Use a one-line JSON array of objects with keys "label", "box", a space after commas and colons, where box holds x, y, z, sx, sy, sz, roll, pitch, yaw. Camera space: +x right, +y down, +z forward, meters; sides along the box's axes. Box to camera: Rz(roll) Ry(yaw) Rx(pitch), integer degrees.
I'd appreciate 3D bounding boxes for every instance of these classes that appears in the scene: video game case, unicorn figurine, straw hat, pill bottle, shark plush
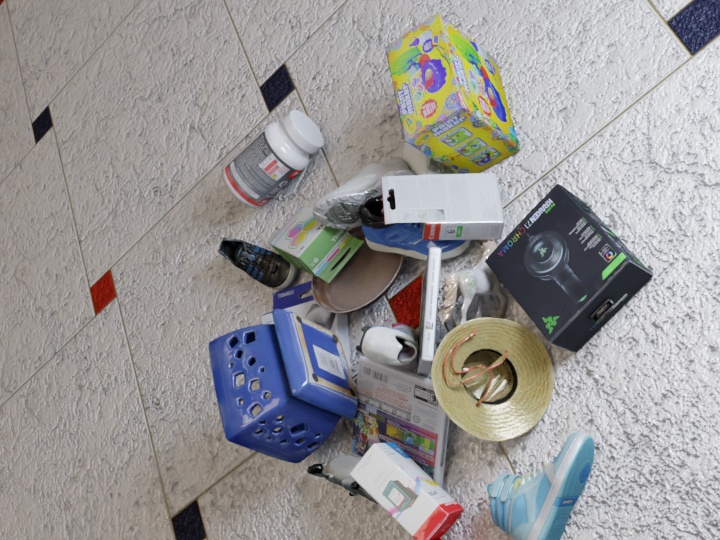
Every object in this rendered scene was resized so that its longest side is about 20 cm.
[{"label": "video game case", "box": [0.066, 0.256, 1.625, 0.199, 0.023, 0.183, 16, 106, 42]}, {"label": "unicorn figurine", "box": [0.192, 0.024, 1.576, 0.073, 0.200, 0.138, 1, 98, 26]}, {"label": "straw hat", "box": [0.198, 0.167, 1.525, 0.085, 0.200, 0.202, 164, 122, -78]}, {"label": "video game case", "box": [0.110, 0.077, 1.590, 0.023, 0.200, 0.183, 5, 75, 1]}, {"label": "pill bottle", "box": [-0.177, -0.229, 1.972, 0.200, 0.116, 0.116, -38, 54, 24]}, {"label": "shark plush", "box": [-0.026, 0.368, 1.667, 0.199, 0.084, 0.091, -10, 32, 36]}]

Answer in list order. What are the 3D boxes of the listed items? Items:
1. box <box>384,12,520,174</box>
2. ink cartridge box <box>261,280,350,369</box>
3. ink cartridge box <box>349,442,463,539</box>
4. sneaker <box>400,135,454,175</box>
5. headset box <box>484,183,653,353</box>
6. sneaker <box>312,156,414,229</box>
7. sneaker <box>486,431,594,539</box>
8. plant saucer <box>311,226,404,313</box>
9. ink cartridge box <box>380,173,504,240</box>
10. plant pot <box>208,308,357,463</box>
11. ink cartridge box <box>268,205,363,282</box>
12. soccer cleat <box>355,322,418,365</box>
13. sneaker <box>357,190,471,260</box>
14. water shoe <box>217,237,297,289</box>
[{"label": "box", "box": [0.158, -0.295, 1.661, 0.122, 0.192, 0.201, -27, 60, 30]}, {"label": "ink cartridge box", "box": [-0.108, 0.110, 1.848, 0.199, 0.041, 0.201, -18, 64, 35]}, {"label": "ink cartridge box", "box": [0.088, 0.362, 1.515, 0.200, 0.116, 0.067, 41, 95, 19]}, {"label": "sneaker", "box": [0.122, -0.183, 1.745, 0.080, 0.076, 0.201, -38, 50, 40]}, {"label": "headset box", "box": [0.322, 0.002, 1.488, 0.174, 0.093, 0.200, -47, 52, 18]}, {"label": "sneaker", "box": [0.005, -0.145, 1.757, 0.199, 0.078, 0.100, -21, 37, 7]}, {"label": "sneaker", "box": [0.259, 0.314, 1.443, 0.130, 0.079, 0.201, 26, 92, 41]}, {"label": "plant saucer", "box": [0.000, 0.000, 1.769, 0.199, 0.032, 0.201, -22, 44, 22]}, {"label": "ink cartridge box", "box": [0.135, -0.106, 1.622, 0.199, 0.050, 0.109, -2, 54, -2]}, {"label": "plant pot", "box": [-0.125, 0.194, 1.680, 0.179, 0.200, 0.201, -34, 53, 21]}, {"label": "ink cartridge box", "box": [-0.086, -0.053, 1.815, 0.104, 0.059, 0.200, -48, 28, -9]}, {"label": "soccer cleat", "box": [0.065, 0.130, 1.604, 0.086, 0.200, 0.070, 20, 96, 24]}, {"label": "sneaker", "box": [0.089, -0.083, 1.674, 0.199, 0.112, 0.077, 8, 52, 27]}, {"label": "water shoe", "box": [-0.214, -0.014, 1.954, 0.199, 0.079, 0.072, 19, 88, 42]}]
